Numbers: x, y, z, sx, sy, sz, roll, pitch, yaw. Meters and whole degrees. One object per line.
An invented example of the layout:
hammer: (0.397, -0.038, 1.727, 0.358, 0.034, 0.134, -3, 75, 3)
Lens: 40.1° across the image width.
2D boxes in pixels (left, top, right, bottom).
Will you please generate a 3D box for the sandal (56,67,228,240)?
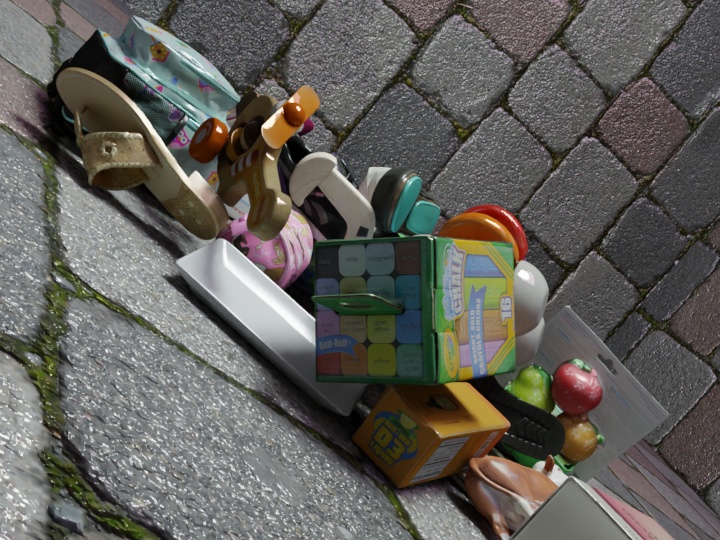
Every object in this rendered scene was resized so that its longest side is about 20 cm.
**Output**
sandal: (-0.220, -0.097, 0.916, 0.212, 0.078, 0.070, 44, 51, -5)

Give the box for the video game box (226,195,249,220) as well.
video game box: (-0.149, -0.098, 1.376, 0.182, 0.047, 0.200, 35, 9, -27)

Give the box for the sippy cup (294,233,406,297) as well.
sippy cup: (-0.024, -0.009, 1.223, 0.130, 0.140, 0.178, 28, -25, -11)

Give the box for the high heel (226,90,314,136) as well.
high heel: (-0.152, -0.154, 1.217, 0.096, 0.199, 0.068, 19, 64, -42)

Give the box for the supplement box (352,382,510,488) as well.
supplement box: (0.070, 0.148, 0.916, 0.067, 0.069, 0.200, 43, 11, 24)

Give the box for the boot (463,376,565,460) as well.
boot: (0.134, 0.159, 1.184, 0.199, 0.078, 0.138, 37, -8, -7)

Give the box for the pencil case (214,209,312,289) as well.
pencil case: (-0.099, -0.021, 1.043, 0.086, 0.083, 0.200, 37, 8, -2)

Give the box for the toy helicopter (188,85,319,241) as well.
toy helicopter: (-0.089, -0.103, 0.939, 0.079, 0.132, 0.201, 33, 24, -33)

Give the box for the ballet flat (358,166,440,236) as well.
ballet flat: (0.035, -0.074, 1.065, 0.068, 0.068, 0.200, 28, -2, 15)

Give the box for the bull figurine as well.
bull figurine: (0.172, 0.235, 0.975, 0.199, 0.065, 0.122, 23, 25, -49)

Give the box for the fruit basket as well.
fruit basket: (0.267, 0.172, 1.278, 0.185, 0.200, 0.094, 47, 28, 11)

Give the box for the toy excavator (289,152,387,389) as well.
toy excavator: (0.000, 0.000, 1.005, 0.193, 0.201, 0.100, 18, 10, -5)

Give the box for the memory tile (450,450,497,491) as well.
memory tile: (0.114, 0.201, 1.087, 0.153, 0.017, 0.200, 46, 9, 35)

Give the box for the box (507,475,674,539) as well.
box: (0.223, 0.275, 0.844, 0.200, 0.109, 0.128, 33, 11, -48)

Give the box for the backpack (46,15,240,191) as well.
backpack: (-0.214, -0.169, 1.070, 0.200, 0.153, 0.176, 45, -1, -31)

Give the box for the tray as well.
tray: (-0.077, 0.053, 0.893, 0.200, 0.022, 0.107, 42, 21, 3)

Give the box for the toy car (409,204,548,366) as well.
toy car: (0.131, 0.006, 1.118, 0.174, 0.151, 0.200, 16, -23, 15)

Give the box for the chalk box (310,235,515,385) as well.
chalk box: (0.039, 0.035, 0.856, 0.124, 0.125, 0.199, -1, -1, 35)

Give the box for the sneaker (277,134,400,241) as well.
sneaker: (-0.032, -0.084, 1.139, 0.199, 0.088, 0.076, 32, 40, 13)
